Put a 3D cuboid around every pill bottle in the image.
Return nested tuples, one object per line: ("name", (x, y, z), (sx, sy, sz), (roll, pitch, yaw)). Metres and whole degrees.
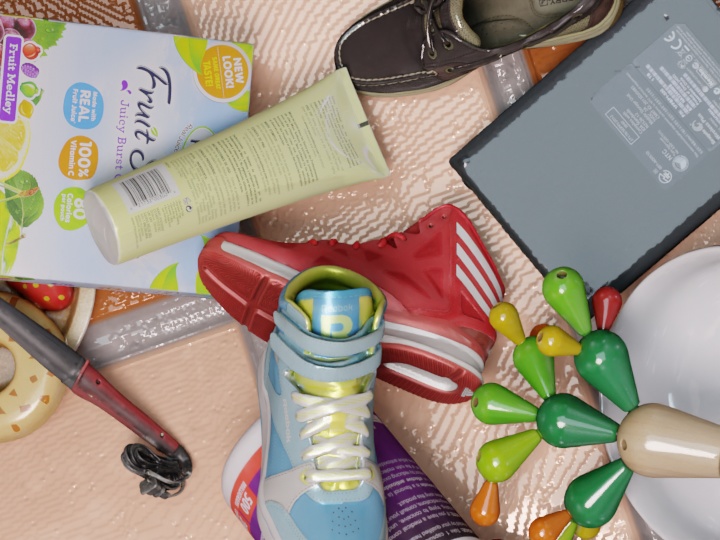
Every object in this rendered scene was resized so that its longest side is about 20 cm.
("pill bottle", (0.007, 0.174, 1.555), (0.112, 0.112, 0.200), (-43, 62, 3))

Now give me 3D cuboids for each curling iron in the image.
("curling iron", (-0.181, 0.076, 1.617), (0.026, 0.050, 0.200), (-37, 105, 23))

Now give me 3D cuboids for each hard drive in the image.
("hard drive", (0.176, -0.082, 1.614), (0.200, 0.033, 0.140), (-40, 83, 3))

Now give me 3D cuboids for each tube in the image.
("tube", (-0.078, -0.061, 1.583), (0.199, 0.058, 0.052), (-24, 40, -22))

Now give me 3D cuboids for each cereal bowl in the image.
("cereal bowl", (0.251, 0.083, 1.550), (0.199, 0.083, 0.202), (4, 96, 41))

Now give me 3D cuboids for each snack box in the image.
("snack box", (-0.176, -0.073, 1.611), (0.198, 0.068, 0.170), (5, 87, -16))

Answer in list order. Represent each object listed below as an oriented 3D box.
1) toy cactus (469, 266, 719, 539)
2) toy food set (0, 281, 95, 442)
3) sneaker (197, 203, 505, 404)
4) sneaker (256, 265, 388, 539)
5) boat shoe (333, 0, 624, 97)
("toy cactus", (0.149, 0.101, 1.542), (0.164, 0.102, 0.202), (10, 97, 21))
("toy food set", (-0.275, 0.007, 1.661), (0.196, 0.049, 0.202), (16, 89, 8))
("sneaker", (0.000, 0.000, 1.604), (0.199, 0.078, 0.116), (26, 59, -6))
("sneaker", (-0.019, 0.085, 1.464), (0.079, 0.131, 0.201), (-2, 51, -14))
("boat shoe", (0.069, -0.165, 1.605), (0.199, 0.065, 0.074), (-18, 79, 17))
